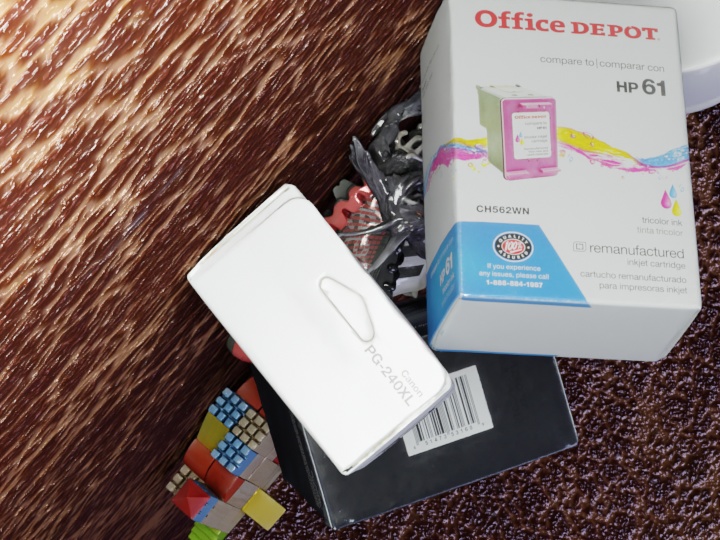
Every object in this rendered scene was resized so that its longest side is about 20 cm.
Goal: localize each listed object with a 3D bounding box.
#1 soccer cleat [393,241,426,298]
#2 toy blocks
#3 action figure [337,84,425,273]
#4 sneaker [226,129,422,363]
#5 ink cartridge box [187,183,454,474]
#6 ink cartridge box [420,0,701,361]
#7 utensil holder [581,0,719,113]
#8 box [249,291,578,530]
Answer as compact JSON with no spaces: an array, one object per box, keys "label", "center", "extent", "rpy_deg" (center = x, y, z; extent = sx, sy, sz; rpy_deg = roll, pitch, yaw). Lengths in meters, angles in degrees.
[{"label":"soccer cleat","center":[0.035,-0.028,1.544],"extent":[0.200,0.068,0.085],"rpy_deg":[-44,129,-27]},{"label":"toy blocks","center":[-0.097,0.144,1.768],"extent":[0.200,0.100,0.137],"rpy_deg":[-49,164,-3]},{"label":"action figure","center":[0.068,-0.082,1.346],"extent":[0.102,0.119,0.200],"rpy_deg":[-3,-136,50]},{"label":"sneaker","center":[0.000,0.000,1.430],"extent":[0.201,0.098,0.071],"rpy_deg":[-51,173,1]},{"label":"ink cartridge box","center":[-0.019,0.039,1.229],"extent":[0.083,0.145,0.200],"rpy_deg":[-39,175,0]},{"label":"ink cartridge box","center":[0.114,-0.057,1.226],"extent":[0.085,0.144,0.201],"rpy_deg":[111,-20,-63]},{"label":"utensil holder","center":[0.213,-0.201,1.447],"extent":[0.170,0.170,0.200],"rpy_deg":[-50,173,5]},{"label":"box","center":[0.033,0.095,1.603],"extent":[0.199,0.124,0.198],"rpy_deg":[-18,-173,-11]}]
